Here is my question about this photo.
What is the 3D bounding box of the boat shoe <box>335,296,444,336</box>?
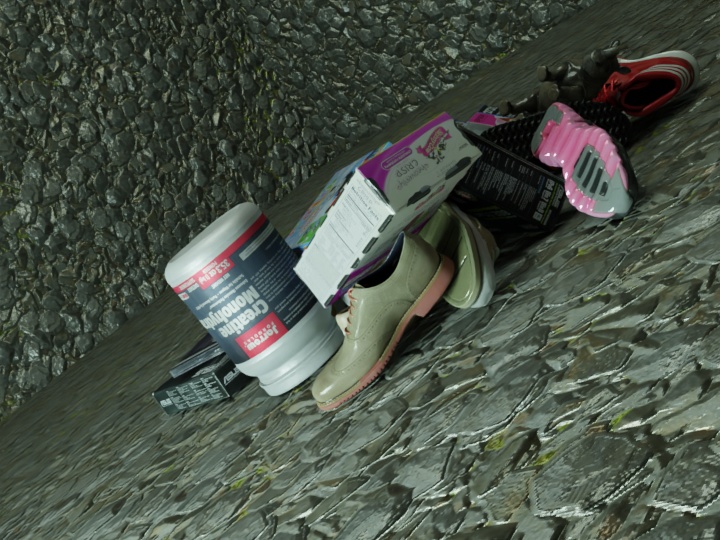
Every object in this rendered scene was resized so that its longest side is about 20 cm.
[{"bbox_3d":[0.053,0.016,1.119,0.200,0.065,0.072,-40,12,-29],"label":"boat shoe"}]

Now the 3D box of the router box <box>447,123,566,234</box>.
[{"bbox_3d":[0.128,-0.100,1.157,0.063,0.149,0.200,-68,15,-5],"label":"router box"}]

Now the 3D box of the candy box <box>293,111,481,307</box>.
[{"bbox_3d":[0.023,-0.059,1.021,0.136,0.061,0.200,-35,-10,-35],"label":"candy box"}]

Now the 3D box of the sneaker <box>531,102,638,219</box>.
[{"bbox_3d":[0.253,-0.109,1.039,0.079,0.095,0.201,-60,23,24],"label":"sneaker"}]

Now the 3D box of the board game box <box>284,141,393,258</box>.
[{"bbox_3d":[-0.030,-0.073,1.231,0.152,0.037,0.200,-54,12,-16],"label":"board game box"}]

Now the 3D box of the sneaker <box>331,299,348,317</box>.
[{"bbox_3d":[-0.108,0.032,1.365,0.198,0.076,0.087,21,22,22],"label":"sneaker"}]

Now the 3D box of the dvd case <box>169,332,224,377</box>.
[{"bbox_3d":[-0.178,0.079,1.452,0.148,0.016,0.200,-28,11,26],"label":"dvd case"}]

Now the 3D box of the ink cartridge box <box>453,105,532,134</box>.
[{"bbox_3d":[0.206,-0.189,1.347,0.198,0.038,0.095,10,26,18],"label":"ink cartridge box"}]

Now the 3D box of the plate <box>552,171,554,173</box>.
[{"bbox_3d":[0.174,-0.166,1.361,0.197,0.026,0.201,4,24,-2],"label":"plate"}]

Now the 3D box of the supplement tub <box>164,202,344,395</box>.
[{"bbox_3d":[-0.124,0.034,1.191,0.140,0.201,0.140,-37,11,8],"label":"supplement tub"}]

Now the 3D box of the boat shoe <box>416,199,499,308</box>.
[{"bbox_3d":[0.113,-0.022,1.061,0.075,0.068,0.201,-63,22,24],"label":"boat shoe"}]

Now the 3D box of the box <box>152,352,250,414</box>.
[{"bbox_3d":[-0.183,0.123,1.438,0.193,0.048,0.199,-39,10,-37],"label":"box"}]

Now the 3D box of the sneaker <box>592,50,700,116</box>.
[{"bbox_3d":[0.319,-0.231,1.268,0.198,0.079,0.115,-14,10,36],"label":"sneaker"}]

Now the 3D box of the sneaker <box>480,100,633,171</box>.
[{"bbox_3d":[0.234,-0.156,1.239,0.198,0.071,0.090,-12,-11,-1],"label":"sneaker"}]

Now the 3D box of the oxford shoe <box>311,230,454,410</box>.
[{"bbox_3d":[0.006,0.048,1.004,0.201,0.075,0.070,-52,22,0],"label":"oxford shoe"}]

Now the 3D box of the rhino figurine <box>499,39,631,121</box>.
[{"bbox_3d":[0.261,-0.231,1.230,0.087,0.060,0.200,-8,-15,-30],"label":"rhino figurine"}]

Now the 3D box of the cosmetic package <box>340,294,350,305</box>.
[{"bbox_3d":[0.000,0.000,1.255,0.082,0.051,0.200,-13,15,-14],"label":"cosmetic package"}]
